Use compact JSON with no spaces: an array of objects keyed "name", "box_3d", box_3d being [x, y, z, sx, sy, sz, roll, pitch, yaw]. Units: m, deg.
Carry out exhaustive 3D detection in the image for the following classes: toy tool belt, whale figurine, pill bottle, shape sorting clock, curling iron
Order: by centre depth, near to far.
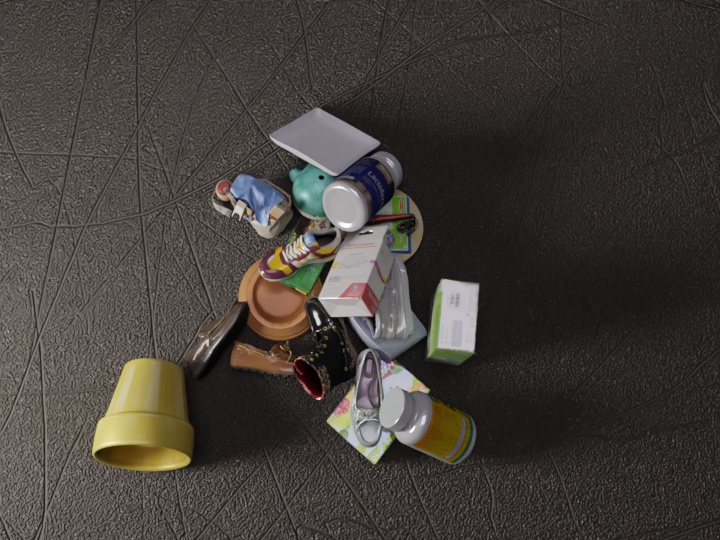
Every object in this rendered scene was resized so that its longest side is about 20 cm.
[{"name":"pill bottle","box_3d":[0.138,0.320,1.490,0.198,0.112,0.115,29,74,-27]},{"name":"pill bottle","box_3d":[0.010,-0.182,1.593,0.115,0.117,0.200,37,45,7]},{"name":"toy tool belt","box_3d":[-0.251,-0.165,1.633,0.197,0.123,0.127,28,77,6]},{"name":"curling iron","box_3d":[0.037,-0.108,1.635,0.194,0.026,0.051,1,67,-2]},{"name":"whale figurine","box_3d":[-0.088,-0.219,1.658,0.155,0.104,0.204,12,64,-2]},{"name":"shape sorting clock","box_3d":[0.050,-0.104,1.669,0.194,0.039,0.205,1,70,-2]}]

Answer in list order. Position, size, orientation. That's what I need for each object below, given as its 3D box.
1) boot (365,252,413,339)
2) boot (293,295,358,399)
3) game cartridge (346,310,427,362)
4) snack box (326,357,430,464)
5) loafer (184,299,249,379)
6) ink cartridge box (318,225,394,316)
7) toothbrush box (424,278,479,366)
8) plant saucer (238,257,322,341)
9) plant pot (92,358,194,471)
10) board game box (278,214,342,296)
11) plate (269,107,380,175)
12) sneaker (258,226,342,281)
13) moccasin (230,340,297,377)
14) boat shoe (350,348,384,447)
[{"name":"boot","box_3d":[0.053,0.053,1.558,0.093,0.074,0.204,1,61,-20]},{"name":"boot","box_3d":[-0.088,0.165,1.534,0.072,0.150,0.203,-24,95,36]},{"name":"game cartridge","box_3d":[0.042,0.098,1.595,0.132,0.042,0.201,-28,70,-29]},{"name":"snack box","box_3d":[0.039,0.298,1.564,0.141,0.053,0.201,38,78,7]},{"name":"loafer","box_3d":[-0.322,0.141,1.572,0.070,0.073,0.201,37,86,12]},{"name":"ink cartridge box","box_3d":[0.000,0.000,1.552,0.114,0.068,0.203,-3,50,33]},{"name":"toothbrush box","box_3d":[0.194,0.116,1.538,0.084,0.200,0.149,7,76,1]},{"name":"plant saucer","box_3d":[-0.181,0.057,1.625,0.195,0.038,0.206,0,76,-1]},{"name":"plant pot","box_3d":[-0.441,0.297,1.489,0.195,0.202,0.193,0,60,-2]},{"name":"board game box","box_3d":[-0.120,-0.046,1.634,0.103,0.024,0.202,27,61,2]},{"name":"plate","box_3d":[-0.081,-0.294,1.664,0.197,0.033,0.199,31,42,17]},{"name":"sneaker","box_3d":[-0.133,-0.045,1.566,0.197,0.091,0.076,-24,67,-22]},{"name":"moccasin","box_3d":[-0.187,0.192,1.578,0.196,0.074,0.080,8,84,10]},{"name":"boat shoe","box_3d":[0.017,0.268,1.507,0.072,0.065,0.208,4,81,1]}]
